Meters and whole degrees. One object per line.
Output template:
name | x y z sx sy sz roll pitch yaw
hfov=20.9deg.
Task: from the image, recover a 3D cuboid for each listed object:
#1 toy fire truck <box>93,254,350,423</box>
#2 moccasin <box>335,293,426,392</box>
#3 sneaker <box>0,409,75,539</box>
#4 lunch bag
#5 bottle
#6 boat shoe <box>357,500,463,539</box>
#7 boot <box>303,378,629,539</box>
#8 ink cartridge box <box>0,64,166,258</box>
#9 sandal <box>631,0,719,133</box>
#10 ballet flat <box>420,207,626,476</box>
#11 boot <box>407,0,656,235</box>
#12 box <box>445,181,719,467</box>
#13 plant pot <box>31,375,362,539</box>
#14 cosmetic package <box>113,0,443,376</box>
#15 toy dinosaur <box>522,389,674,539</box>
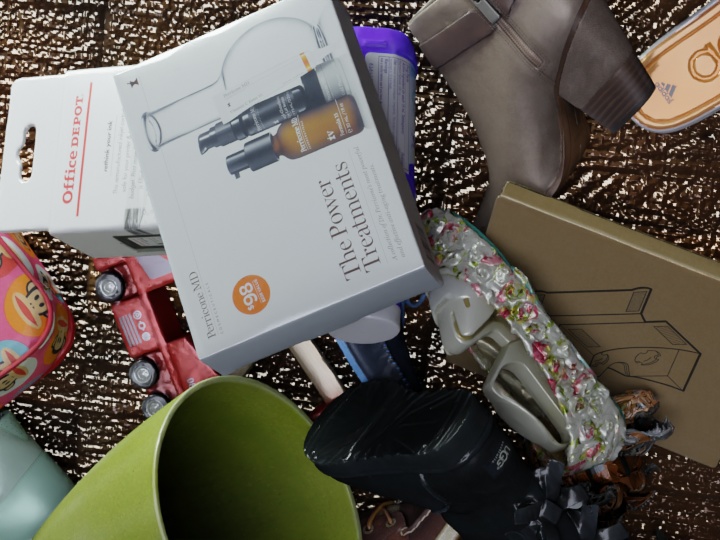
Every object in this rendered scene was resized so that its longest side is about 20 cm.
toy fire truck | -0.089 0.055 1.353 0.140 0.049 0.201 -19 95 13
moccasin | 0.000 0.000 1.312 0.068 0.080 0.201 -27 94 7
sneaker | -0.306 0.178 1.401 0.200 0.074 0.119 -32 99 4
lunch bag | -0.313 0.019 1.346 0.176 0.082 0.200 -36 78 1
bottle | 0.004 -0.054 1.254 0.065 0.084 0.201 3 66 -6
boat shoe | 0.020 0.192 1.347 0.072 0.072 0.200 39 104 9
boot | 0.067 0.147 1.247 0.163 0.198 0.074 46 65 -22
ink cartridge box | -0.137 -0.073 1.301 0.199 0.067 0.117 -2 75 23
sandal | 0.258 -0.155 1.246 0.206 0.059 0.079 -39 91 14
ballet flat | 0.092 0.048 1.237 0.200 0.064 0.076 49 145 6
boot | 0.089 -0.117 1.263 0.146 0.070 0.200 40 120 -4
box | 0.166 0.039 1.277 0.199 0.021 0.164 21 135 6
plant pot | -0.132 0.191 1.297 0.199 0.187 0.188 -27 94 36
cosmetic package | -0.053 -0.057 1.199 0.150 0.052 0.201 -23 70 11
toy dinosaur | 0.150 0.167 1.319 0.136 0.102 0.200 49 143 14
